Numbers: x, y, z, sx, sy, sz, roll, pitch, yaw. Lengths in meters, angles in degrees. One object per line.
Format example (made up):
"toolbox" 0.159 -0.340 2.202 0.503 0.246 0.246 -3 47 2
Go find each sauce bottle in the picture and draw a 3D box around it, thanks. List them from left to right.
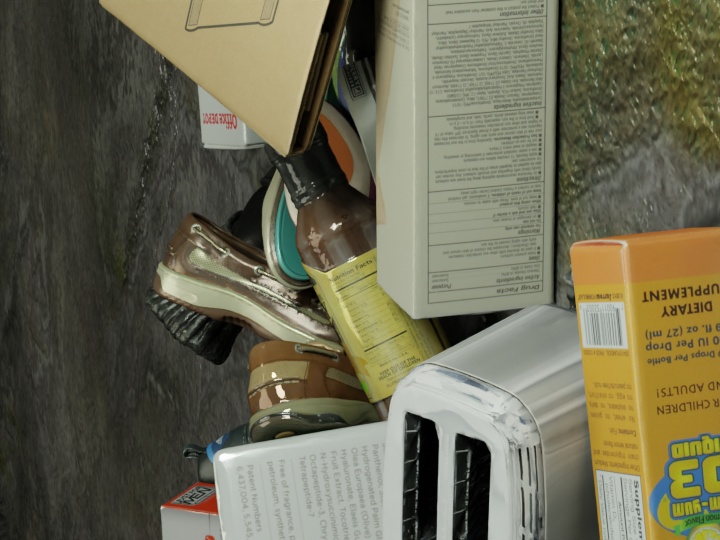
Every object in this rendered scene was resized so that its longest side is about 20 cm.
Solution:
"sauce bottle" 0.000 0.000 1.385 0.200 0.065 0.065 65 161 2

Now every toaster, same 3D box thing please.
"toaster" 0.087 0.107 1.154 0.113 0.129 0.201 20 119 38

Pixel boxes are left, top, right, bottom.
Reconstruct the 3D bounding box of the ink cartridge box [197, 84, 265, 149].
"ink cartridge box" -0.079 -0.198 1.706 0.146 0.084 0.201 -165 70 -72

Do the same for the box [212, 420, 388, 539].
"box" 0.008 0.202 1.346 0.199 0.171 0.201 92 169 -79

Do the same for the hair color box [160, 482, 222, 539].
"hair color box" -0.041 0.217 1.554 0.061 0.199 0.102 -31 -57 -63

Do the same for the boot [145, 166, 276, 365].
"boot" -0.080 0.002 1.650 0.079 0.158 0.211 46 175 -11

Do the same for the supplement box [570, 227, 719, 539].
"supplement box" 0.154 0.081 1.080 0.069 0.066 0.201 -178 82 -70

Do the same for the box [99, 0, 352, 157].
"box" -0.078 -0.187 1.285 0.200 0.021 0.164 40 127 36

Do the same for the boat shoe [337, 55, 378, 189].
"boat shoe" 0.038 -0.071 1.390 0.200 0.063 0.071 67 -174 -60

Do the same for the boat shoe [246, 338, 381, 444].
"boat shoe" -0.015 0.080 1.429 0.200 0.075 0.074 19 -125 -67

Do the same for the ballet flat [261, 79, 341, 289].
"ballet flat" -0.031 -0.071 1.534 0.069 0.069 0.200 126 164 -65

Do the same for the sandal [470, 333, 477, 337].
"sandal" 0.096 0.107 1.313 0.200 0.043 0.076 -128 36 -60

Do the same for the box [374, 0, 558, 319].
"box" 0.061 -0.079 1.281 0.078 0.095 0.201 -137 45 -66

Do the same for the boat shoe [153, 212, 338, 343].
"boat shoe" -0.046 0.014 1.539 0.075 0.202 0.075 -28 -43 -80

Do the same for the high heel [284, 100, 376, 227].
"high heel" 0.006 -0.021 1.485 0.200 0.067 0.096 66 -166 17

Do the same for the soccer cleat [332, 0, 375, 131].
"soccer cleat" -0.001 -0.188 1.497 0.084 0.064 0.201 144 119 -77

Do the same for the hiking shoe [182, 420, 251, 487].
"hiking shoe" -0.047 0.195 1.638 0.200 0.087 0.074 60 -154 -13
